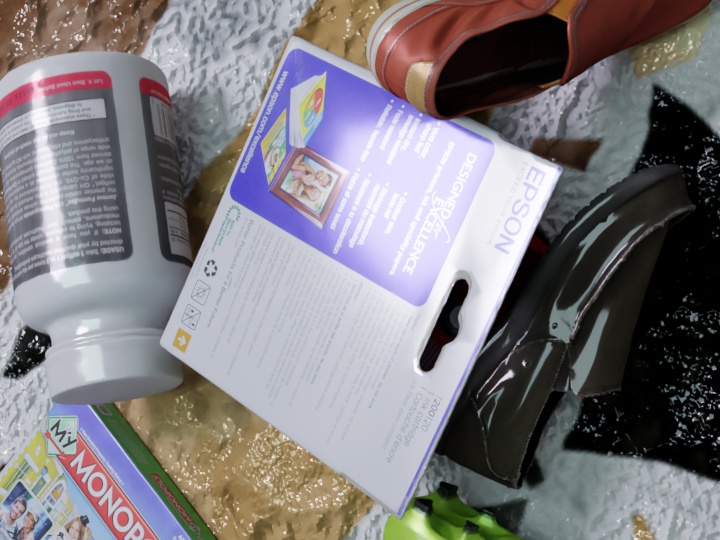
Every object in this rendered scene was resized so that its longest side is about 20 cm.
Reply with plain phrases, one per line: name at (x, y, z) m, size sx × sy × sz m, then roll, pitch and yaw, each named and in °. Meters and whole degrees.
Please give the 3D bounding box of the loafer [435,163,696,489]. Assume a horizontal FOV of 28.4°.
loafer at (0.116, 0.033, 0.748) m, size 0.071 × 0.073 × 0.200 m, roll 41°, pitch 108°, yaw 17°

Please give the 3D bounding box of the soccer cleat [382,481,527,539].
soccer cleat at (0.094, 0.186, 0.742) m, size 0.199 × 0.067 × 0.081 m, roll 26°, pitch 113°, yaw 30°

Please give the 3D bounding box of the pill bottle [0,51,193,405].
pill bottle at (-0.161, -0.024, 0.877) m, size 0.110 × 0.111 × 0.201 m, roll -16°, pitch 75°, yaw 26°

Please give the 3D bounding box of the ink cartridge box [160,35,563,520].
ink cartridge box at (0.000, 0.000, 0.768) m, size 0.200 × 0.043 × 0.199 m, roll 31°, pitch 101°, yaw 36°

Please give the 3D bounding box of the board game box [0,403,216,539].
board game box at (-0.159, 0.188, 0.892) m, size 0.135 × 0.029 × 0.200 m, roll -50°, pitch 64°, yaw 14°

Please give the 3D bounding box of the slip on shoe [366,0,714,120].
slip on shoe at (0.103, -0.123, 0.729) m, size 0.199 × 0.074 × 0.061 m, roll -18°, pitch 46°, yaw -15°

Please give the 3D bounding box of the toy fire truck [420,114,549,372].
toy fire truck at (0.032, -0.016, 0.806) m, size 0.141 × 0.049 × 0.200 m, roll 45°, pitch 106°, yaw 27°
